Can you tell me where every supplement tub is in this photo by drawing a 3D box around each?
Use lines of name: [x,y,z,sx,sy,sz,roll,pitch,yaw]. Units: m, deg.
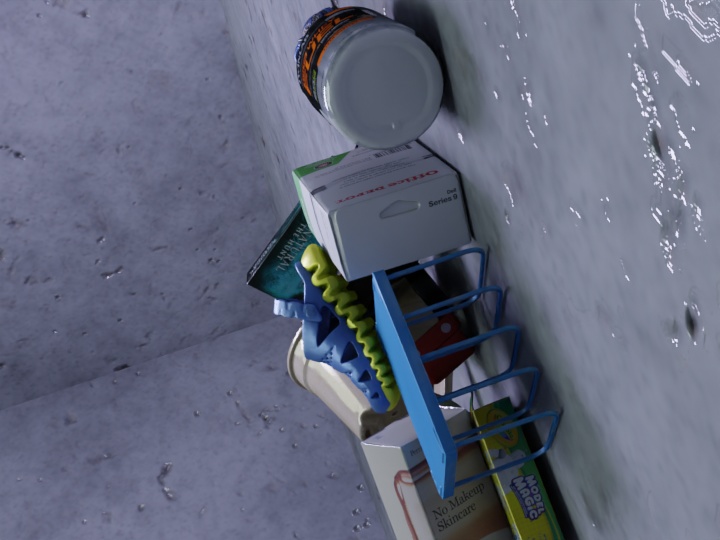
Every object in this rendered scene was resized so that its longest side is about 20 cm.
supplement tub: [0.003,-0.201,1.204,0.200,0.122,0.123,-127,20,-68]

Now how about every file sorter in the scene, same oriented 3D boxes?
file sorter: [0.102,0.098,1.189,0.139,0.122,0.201,86,164,-62]

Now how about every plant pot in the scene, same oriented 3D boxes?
plant pot: [0.013,0.169,1.862,0.184,0.200,0.201,50,160,41]

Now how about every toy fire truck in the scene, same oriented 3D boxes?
toy fire truck: [0.085,0.105,1.443,0.200,0.129,0.176,49,-178,-12]

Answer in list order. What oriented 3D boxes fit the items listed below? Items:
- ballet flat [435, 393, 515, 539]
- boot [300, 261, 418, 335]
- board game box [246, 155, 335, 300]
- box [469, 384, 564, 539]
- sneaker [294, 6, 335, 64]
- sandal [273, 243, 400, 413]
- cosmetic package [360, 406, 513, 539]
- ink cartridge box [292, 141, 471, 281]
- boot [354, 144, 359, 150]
ballet flat: [0.144,0.223,1.378,0.069,0.069,0.201,159,87,-83]
boot: [0.000,0.000,1.414,0.075,0.200,0.097,46,162,-15]
board game box: [-0.033,-0.031,1.458,0.200,0.135,0.028,-52,22,27]
box: [0.164,0.219,1.277,0.117,0.048,0.201,73,175,-75]
sneaker: [-0.054,-0.297,1.564,0.200,0.078,0.076,-126,20,-67]
sandal: [-0.027,0.074,1.306,0.201,0.087,0.079,57,-171,13]
cosmetic package: [0.092,0.261,1.313,0.087,0.103,0.201,-8,106,59]
ink cartridge box: [0.019,-0.073,1.296,0.200,0.145,0.085,-126,19,-68]
boot: [0.010,-0.129,1.447,0.073,0.090,0.201,-121,15,-61]
